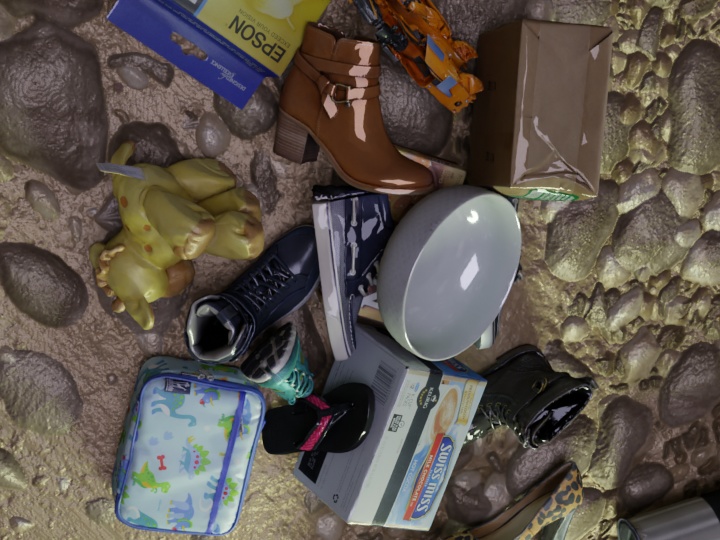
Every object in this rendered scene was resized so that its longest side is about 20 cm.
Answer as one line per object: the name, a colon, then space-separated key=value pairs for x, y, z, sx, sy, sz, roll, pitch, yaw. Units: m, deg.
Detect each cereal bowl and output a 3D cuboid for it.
cereal bowl: x=0.087 y=-0.006 z=1.671 sx=0.199 sy=0.083 sz=0.202 roll=-29 pitch=132 yaw=-38

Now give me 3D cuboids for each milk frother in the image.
milk frother: x=0.452 y=0.387 z=1.889 sx=0.186 sy=0.200 sz=0.182 roll=-17 pitch=112 yaw=-7

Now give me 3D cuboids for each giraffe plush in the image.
giraffe plush: x=-0.222 y=-0.028 z=1.654 sx=0.198 sy=0.173 sz=0.163 roll=15 pitch=118 yaw=-20

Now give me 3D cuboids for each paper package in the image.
paper package: x=0.194 y=-0.175 z=1.657 sx=0.102 sy=0.200 sz=0.193 roll=4 pitch=92 yaw=-11

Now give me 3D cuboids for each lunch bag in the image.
lunch bag: x=-0.199 y=0.207 z=1.752 sx=0.159 sy=0.082 sz=0.202 roll=12 pitch=104 yaw=-17

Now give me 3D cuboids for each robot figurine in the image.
robot figurine: x=0.055 y=-0.272 z=1.650 sx=0.058 sy=0.146 sz=0.200 roll=-32 pitch=124 yaw=21

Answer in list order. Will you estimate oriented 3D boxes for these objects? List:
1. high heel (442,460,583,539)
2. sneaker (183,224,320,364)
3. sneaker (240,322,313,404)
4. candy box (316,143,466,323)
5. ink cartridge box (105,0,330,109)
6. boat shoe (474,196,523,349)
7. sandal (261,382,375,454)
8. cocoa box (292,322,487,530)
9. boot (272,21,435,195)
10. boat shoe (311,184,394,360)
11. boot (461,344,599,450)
high heel: x=0.185 y=0.299 z=1.865 sx=0.198 sy=0.071 sz=0.144 roll=3 pitch=111 yaw=-31
sneaker: x=-0.117 y=0.028 z=1.683 sx=0.077 sy=0.146 sz=0.203 roll=43 pitch=92 yaw=7
sneaker: x=-0.082 y=0.109 z=1.688 sx=0.077 sy=0.200 sz=0.080 roll=-42 pitch=90 yaw=0
candy box: x=0.035 y=-0.043 z=1.750 sx=0.114 sy=0.055 sz=0.202 roll=17 pitch=101 yaw=-14
ink cartridge box: x=-0.141 y=-0.302 z=1.627 sx=0.197 sy=0.047 sz=0.201 roll=31 pitch=93 yaw=-32
boat shoe: x=0.163 y=-0.005 z=1.783 sx=0.063 sy=0.071 sz=0.202 roll=-2 pitch=104 yaw=-11
sandal: x=-0.058 y=0.176 z=1.725 sx=0.045 sy=0.199 sz=0.076 roll=13 pitch=67 yaw=-41
cocoa box: x=0.034 y=0.184 z=1.756 sx=0.130 sy=0.133 sz=0.202 roll=13 pitch=103 yaw=-38
boot: x=0.006 y=-0.177 z=1.653 sx=0.198 sy=0.077 sz=0.157 roll=22 pitch=108 yaw=18
boat shoe: x=0.000 y=0.000 z=1.686 sx=0.092 sy=0.075 sz=0.202 roll=-7 pitch=104 yaw=-1
boot: x=0.175 y=0.170 z=1.778 sx=0.200 sy=0.174 sz=0.069 roll=-42 pitch=110 yaw=1
